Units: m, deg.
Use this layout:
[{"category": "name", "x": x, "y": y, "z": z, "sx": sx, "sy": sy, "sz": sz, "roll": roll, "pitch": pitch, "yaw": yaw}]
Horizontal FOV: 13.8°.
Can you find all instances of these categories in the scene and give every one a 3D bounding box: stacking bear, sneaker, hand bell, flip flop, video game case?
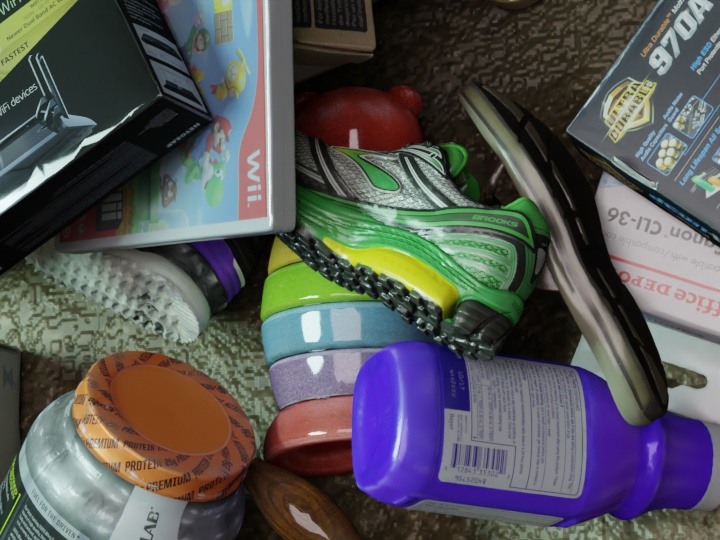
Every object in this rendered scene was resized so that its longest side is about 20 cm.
[{"category": "stacking bear", "x": 0.000, "y": 0.000, "z": 1.584, "sx": 0.121, "sy": 0.114, "sz": 0.201, "roll": -6, "pitch": 76, "yaw": 16}, {"category": "sneaker", "x": -0.129, "y": -0.037, "z": 1.649, "sx": 0.200, "sy": 0.070, "sz": 0.100, "roll": 29, "pitch": 63, "yaw": 32}, {"category": "hand bell", "x": 0.016, "y": 0.165, "z": 1.542, "sx": 0.200, "sy": 0.104, "sz": 0.104, "roll": 40, "pitch": 94, "yaw": 11}, {"category": "flip flop", "x": 0.094, "y": -0.007, "z": 1.503, "sx": 0.057, "sy": 0.081, "sz": 0.200, "roll": -29, "pitch": 78, "yaw": 19}, {"category": "video game case", "x": -0.099, "y": -0.085, "z": 1.513, "sx": 0.200, "sy": 0.017, "sz": 0.143, "roll": -5, "pitch": 85, "yaw": 52}, {"category": "sneaker", "x": 0.012, "y": -0.031, "z": 1.488, "sx": 0.200, "sy": 0.078, "sz": 0.085, "roll": 30, "pitch": 77, "yaw": 29}]

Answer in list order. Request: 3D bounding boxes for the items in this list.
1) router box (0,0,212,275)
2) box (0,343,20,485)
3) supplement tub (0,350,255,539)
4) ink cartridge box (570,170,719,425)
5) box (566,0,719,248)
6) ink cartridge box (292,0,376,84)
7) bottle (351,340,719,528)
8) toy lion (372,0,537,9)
[{"category": "router box", "x": -0.192, "y": -0.089, "z": 1.505, "sx": 0.200, "sy": 0.052, "sz": 0.158, "roll": -34, "pitch": 64, "yaw": 18}, {"category": "box", "x": -0.301, "y": 0.102, "z": 1.654, "sx": 0.199, "sy": 0.109, "sz": 0.128, "roll": -3, "pitch": 81, "yaw": 17}, {"category": "supplement tub", "x": -0.138, "y": 0.147, "z": 1.556, "sx": 0.122, "sy": 0.122, "sz": 0.200, "roll": 41, "pitch": 123, "yaw": 18}, {"category": "ink cartridge box", "x": 0.184, "y": -0.025, "z": 1.549, "sx": 0.116, "sy": 0.067, "sz": 0.201, "roll": 17, "pitch": 87, "yaw": 18}, {"category": "box", "x": 0.225, "y": -0.103, "z": 1.489, "sx": 0.159, "sy": 0.046, "sz": 0.200, "roll": 34, "pitch": 88, "yaw": 19}, {"category": "ink cartridge box", "x": -0.085, "y": -0.171, "z": 1.571, "sx": 0.200, "sy": 0.075, "sz": 0.165, "roll": -18, "pitch": 74, "yaw": 50}, {"category": "bottle", "x": 0.095, "y": 0.088, "z": 1.509, "sx": 0.199, "sy": 0.065, "sz": 0.084, "roll": 9, "pitch": 69, "yaw": -25}, {"category": "toy lion", "x": 0.019, "y": -0.227, "z": 1.635, "sx": 0.199, "sy": 0.069, "sz": 0.192, "roll": -17, "pitch": 71, "yaw": 14}]
